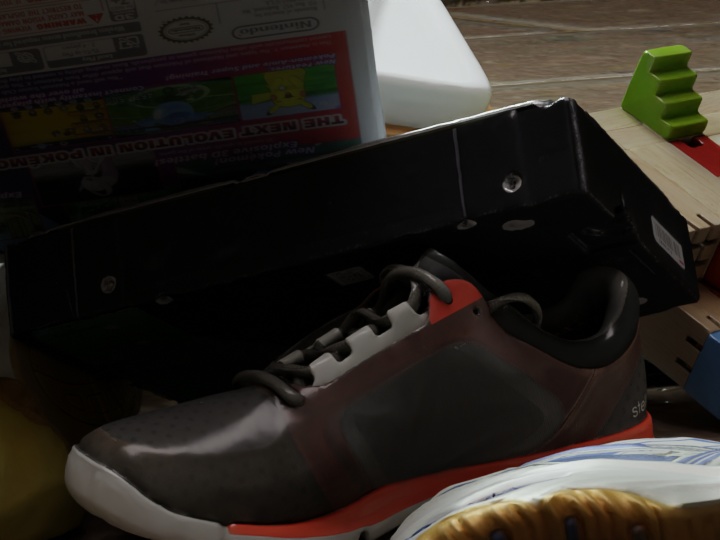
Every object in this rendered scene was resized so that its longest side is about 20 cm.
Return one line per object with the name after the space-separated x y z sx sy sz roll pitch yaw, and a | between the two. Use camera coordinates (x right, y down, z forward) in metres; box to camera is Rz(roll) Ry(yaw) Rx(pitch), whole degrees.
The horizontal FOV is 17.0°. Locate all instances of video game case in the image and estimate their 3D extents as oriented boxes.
-0.094 -0.063 0.742 0.198 0.023 0.183 -8 -33 1 | video game case

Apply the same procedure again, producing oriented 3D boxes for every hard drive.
0.000 0.000 0.803 0.199 0.038 0.140 -15 -20 20 | hard drive

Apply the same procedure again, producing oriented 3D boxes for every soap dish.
-0.032 -0.076 1.017 0.156 0.082 0.200 6 21 -12 | soap dish

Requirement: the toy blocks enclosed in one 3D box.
0.151 -0.007 0.905 0.199 0.100 0.137 -13 44 -46 | toy blocks

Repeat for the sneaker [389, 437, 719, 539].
0.102 0.064 0.579 0.198 0.076 0.088 -1 9 1 | sneaker

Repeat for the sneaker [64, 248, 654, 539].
0.002 0.033 0.734 0.199 0.083 0.077 -7 18 -30 | sneaker

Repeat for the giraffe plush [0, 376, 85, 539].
-0.176 0.007 0.687 0.171 0.164 0.200 0 9 6 | giraffe plush

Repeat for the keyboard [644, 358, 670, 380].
0.182 0.019 0.986 0.198 0.040 0.104 -3 33 -14 | keyboard

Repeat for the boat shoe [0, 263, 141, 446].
-0.120 0.026 0.881 0.069 0.071 0.200 -18 12 8 | boat shoe
